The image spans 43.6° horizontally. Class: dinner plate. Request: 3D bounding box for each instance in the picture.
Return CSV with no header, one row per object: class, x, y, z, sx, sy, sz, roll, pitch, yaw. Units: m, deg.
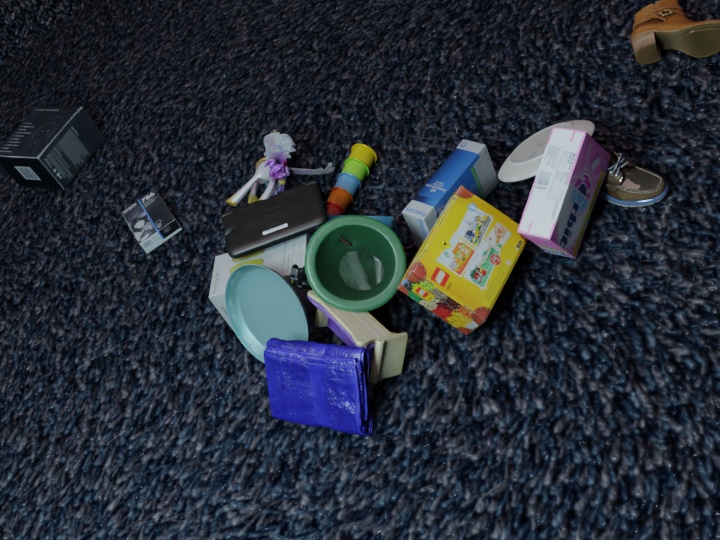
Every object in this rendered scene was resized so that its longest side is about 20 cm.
dinner plate,0.341,-0.230,1.681,0.199,0.024,0.200,-31,19,12

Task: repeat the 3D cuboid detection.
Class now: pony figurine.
pony figurine,-0.180,-0.214,1.936,0.192,0.166,0.201,12,71,45

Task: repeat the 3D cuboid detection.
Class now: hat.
hat,0.000,0.000,1.612,0.198,0.176,0.167,8,82,-1

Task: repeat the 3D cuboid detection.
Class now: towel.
towel,-0.074,0.191,1.481,0.198,0.149,0.049,4,14,33

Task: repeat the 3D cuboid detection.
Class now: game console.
game console,-0.156,-0.086,1.748,0.198,0.117,0.177,-20,48,3

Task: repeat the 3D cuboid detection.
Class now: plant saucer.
plant saucer,-0.162,0.078,1.612,0.199,0.202,0.027,11,29,36

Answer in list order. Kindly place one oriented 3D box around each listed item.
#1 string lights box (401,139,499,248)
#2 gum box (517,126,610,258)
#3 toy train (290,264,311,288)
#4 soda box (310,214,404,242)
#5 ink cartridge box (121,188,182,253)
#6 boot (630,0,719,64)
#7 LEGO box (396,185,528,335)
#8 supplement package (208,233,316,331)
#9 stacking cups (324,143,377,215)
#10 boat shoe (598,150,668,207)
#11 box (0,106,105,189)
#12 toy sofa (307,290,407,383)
string lights box,0.171,-0.137,1.683,0.059,0.103,0.200,22,62,40
gum box,0.347,-0.135,1.521,0.066,0.113,0.202,17,85,39
toy train,-0.054,0.016,1.629,0.034,0.199,0.046,15,98,39
soda box,-0.021,-0.062,1.747,0.198,0.064,0.068,3,51,32
ink cartridge box,-0.491,-0.125,2.086,0.099,0.039,0.200,-37,42,-7
boot,0.639,-0.486,1.793,0.198,0.077,0.156,-14,40,27
LEGO box,0.177,-0.018,1.528,0.148,0.077,0.201,34,63,-1
supplement package,-0.173,0.021,1.716,0.198,0.110,0.114,-16,43,15
stacking cups,-0.026,-0.169,1.862,0.060,0.061,0.201,4,56,31
boat shoe,0.441,-0.167,1.585,0.199,0.073,0.072,16,59,39
box,-0.828,-0.330,2.403,0.199,0.124,0.198,7,55,34
toy sofa,-0.014,0.105,1.543,0.097,0.084,0.200,-10,33,-32
